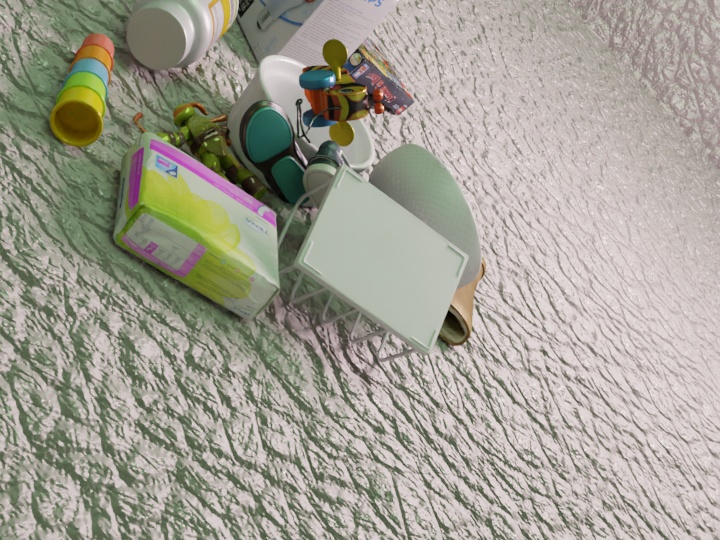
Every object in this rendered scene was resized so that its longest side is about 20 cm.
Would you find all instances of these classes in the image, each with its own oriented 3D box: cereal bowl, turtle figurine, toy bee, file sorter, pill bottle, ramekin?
[{"bbox_3d":[0.067,-0.057,1.776,0.083,0.201,0.201,-26,69,-22],"label":"cereal bowl"},{"bbox_3d":[-0.181,-0.150,1.696,0.162,0.064,0.199,54,23,11],"label":"turtle figurine"},{"bbox_3d":[-0.024,-0.210,1.742,0.107,0.132,0.202,-3,45,1],"label":"toy bee"},{"bbox_3d":[0.000,0.000,1.650,0.199,0.124,0.140,35,62,-21],"label":"file sorter"},{"bbox_3d":[-0.238,-0.334,1.819,0.111,0.111,0.201,41,27,-9],"label":"pill bottle"},{"bbox_3d":[-0.085,-0.181,1.847,0.199,0.098,0.202,34,29,-21],"label":"ramekin"}]

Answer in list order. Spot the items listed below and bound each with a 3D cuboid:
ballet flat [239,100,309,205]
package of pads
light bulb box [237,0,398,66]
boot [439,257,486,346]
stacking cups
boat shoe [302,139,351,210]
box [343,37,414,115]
[{"bbox_3d":[-0.110,-0.155,1.684,0.074,0.072,0.201,65,1,34],"label":"ballet flat"},{"bbox_3d":[-0.181,-0.049,1.554,0.199,0.068,0.156,31,29,-26],"label":"package of pads"},{"bbox_3d":[-0.078,-0.418,2.071,0.124,0.200,0.200,14,39,-46],"label":"light bulb box"},{"bbox_3d":[0.105,-0.008,1.922,0.175,0.066,0.200,42,28,-7],"label":"boot"},{"bbox_3d":[-0.314,-0.220,1.605,0.060,0.060,0.201,34,29,-22],"label":"stacking cups"},{"bbox_3d":[-0.022,-0.077,1.737,0.201,0.074,0.062,64,36,-43],"label":"boat shoe"},{"bbox_3d":[0.004,-0.341,2.211,0.137,0.038,0.200,58,14,24],"label":"box"}]
